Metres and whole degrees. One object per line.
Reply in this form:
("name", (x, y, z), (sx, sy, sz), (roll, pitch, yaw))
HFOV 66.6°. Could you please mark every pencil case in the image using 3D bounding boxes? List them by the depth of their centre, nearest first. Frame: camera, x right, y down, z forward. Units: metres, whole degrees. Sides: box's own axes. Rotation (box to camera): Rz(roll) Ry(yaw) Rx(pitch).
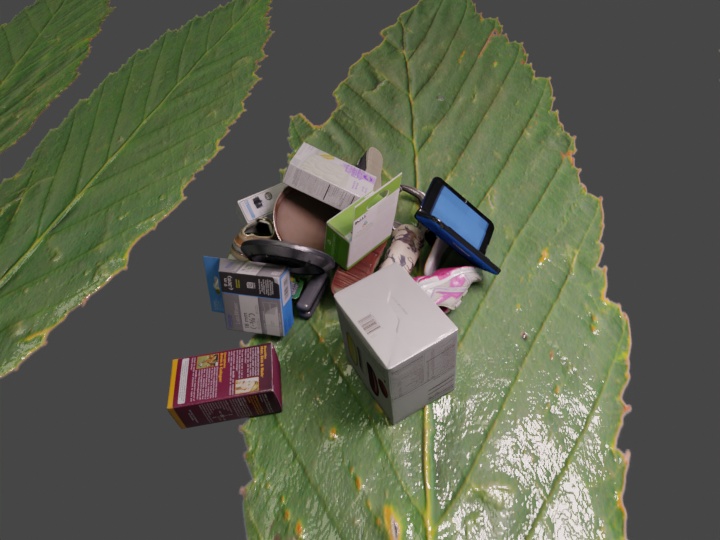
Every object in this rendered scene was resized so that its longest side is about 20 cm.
("pencil case", (0.076, -0.005, 1.217), (0.078, 0.089, 0.200), (32, 58, -8))

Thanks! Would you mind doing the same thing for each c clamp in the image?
("c clamp", (0.099, -0.150, 1.340), (0.170, 0.027, 0.200), (29, 49, -5))

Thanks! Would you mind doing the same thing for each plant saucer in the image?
("plant saucer", (-0.119, -0.113, 1.303), (0.199, 0.034, 0.201), (8, 75, -29))

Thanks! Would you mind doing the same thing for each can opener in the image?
("can opener", (-0.073, 0.023, 1.233), (0.067, 0.053, 0.200), (13, 52, 18))

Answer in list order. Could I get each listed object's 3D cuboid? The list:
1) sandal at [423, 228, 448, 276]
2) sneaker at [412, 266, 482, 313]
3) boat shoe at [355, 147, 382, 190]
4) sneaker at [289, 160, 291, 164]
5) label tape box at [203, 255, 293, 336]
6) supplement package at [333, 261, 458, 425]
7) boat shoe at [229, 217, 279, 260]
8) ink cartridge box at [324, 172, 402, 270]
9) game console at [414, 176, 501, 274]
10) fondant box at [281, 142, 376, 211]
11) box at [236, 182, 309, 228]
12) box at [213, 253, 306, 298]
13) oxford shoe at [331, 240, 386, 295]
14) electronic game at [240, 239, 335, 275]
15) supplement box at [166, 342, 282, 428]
("sandal", (0.171, -0.072, 1.270), (0.059, 0.079, 0.207), (18, 55, 20))
("sneaker", (0.183, 0.044, 1.174), (0.199, 0.089, 0.081), (-16, 5, -28))
("boat shoe", (0.013, -0.242, 1.468), (0.063, 0.073, 0.201), (-28, 39, 43))
("sneaker", (-0.107, -0.251, 1.439), (0.199, 0.091, 0.076), (9, 56, 26))
("label tape box", (-0.248, 0.055, 1.158), (0.199, 0.145, 0.063), (6, 28, 13))
("supplement package", (0.066, 0.136, 1.018), (0.147, 0.200, 0.191), (-27, 50, -16))
("boat shoe", (-0.224, -0.087, 1.295), (0.075, 0.069, 0.200), (35, 32, 8))
("ink cartridge box", (0.004, -0.118, 1.146), (0.076, 0.200, 0.148), (39, 58, 21))
("game console", (0.230, -0.102, 1.197), (0.119, 0.200, 0.171), (-54, 17, 1))
("fondant box", (-0.069, -0.214, 1.289), (0.199, 0.058, 0.144), (26, 32, -7))
("box", (-0.206, -0.171, 1.372), (0.199, 0.117, 0.060), (-26, 89, -17))
("box", (-0.221, 0.022, 1.256), (0.199, 0.048, 0.118), (4, 48, 13))
("oxford shoe", (0.000, 0.000, 1.231), (0.070, 0.075, 0.200), (29, 56, 15))
("electronic game", (-0.151, -0.029, 1.144), (0.199, 0.200, 0.042), (7, 78, 13))
("supplement box", (-0.257, 0.222, 1.056), (0.199, 0.086, 0.111), (-9, 48, -1))
